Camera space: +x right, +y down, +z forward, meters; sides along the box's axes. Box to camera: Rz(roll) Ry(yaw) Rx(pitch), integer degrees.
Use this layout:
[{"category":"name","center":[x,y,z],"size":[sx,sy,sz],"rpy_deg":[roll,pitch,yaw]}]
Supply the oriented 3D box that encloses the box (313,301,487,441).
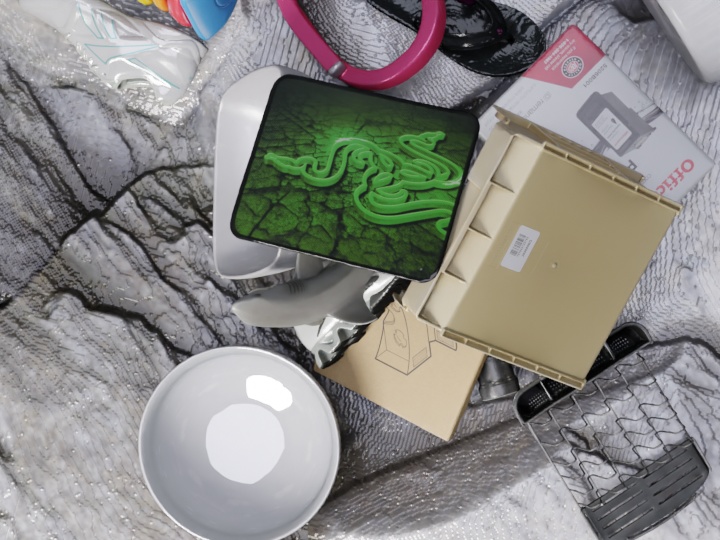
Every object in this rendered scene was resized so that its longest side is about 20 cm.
[{"category":"box","center":[0.055,0.043,1.608],"size":[0.163,0.021,0.200],"rpy_deg":[26,106,19]}]

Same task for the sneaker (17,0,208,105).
[{"category":"sneaker","center":[-0.259,-0.230,1.651],"size":[0.200,0.070,0.080],"rpy_deg":[22,93,3]}]

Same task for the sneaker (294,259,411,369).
[{"category":"sneaker","center":[0.000,0.000,1.576],"size":[0.200,0.074,0.089],"rpy_deg":[-45,77,21]}]

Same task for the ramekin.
[{"category":"ramekin","center":[0.323,-0.276,1.561],"size":[0.098,0.200,0.201],"rpy_deg":[-34,87,10]}]

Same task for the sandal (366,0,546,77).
[{"category":"sandal","center":[0.091,-0.254,1.642],"size":[0.200,0.048,0.075],"rpy_deg":[25,90,4]}]

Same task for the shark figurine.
[{"category":"shark figurine","center":[-0.002,0.002,1.494],"size":[0.214,0.128,0.090],"rpy_deg":[-43,52,-2]}]

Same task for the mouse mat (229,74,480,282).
[{"category":"mouse mat","center":[-0.006,-0.084,1.455],"size":[0.200,0.008,0.161],"rpy_deg":[14,79,14]}]

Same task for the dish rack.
[{"category":"dish rack","center":[0.253,0.166,1.605],"size":[0.153,0.055,0.200],"rpy_deg":[-32,96,-5]}]

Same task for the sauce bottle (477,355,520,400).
[{"category":"sauce bottle","center":[0.112,0.029,1.629],"size":[0.066,0.066,0.200],"rpy_deg":[-15,90,3]}]

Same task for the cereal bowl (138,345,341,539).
[{"category":"cereal bowl","center":[-0.117,0.172,1.628],"size":[0.200,0.083,0.200],"rpy_deg":[0,89,3]}]

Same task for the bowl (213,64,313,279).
[{"category":"bowl","center":[-0.079,-0.092,1.587],"size":[0.075,0.200,0.200],"rpy_deg":[2,86,-24]}]

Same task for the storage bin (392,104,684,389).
[{"category":"storage bin","center":[0.158,-0.020,1.492],"size":[0.198,0.094,0.200],"rpy_deg":[22,103,-28]}]

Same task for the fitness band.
[{"category":"fitness band","center":[-0.002,-0.273,1.630],"size":[0.144,0.037,0.200],"rpy_deg":[-41,68,9]}]

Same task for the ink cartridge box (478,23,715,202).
[{"category":"ink cartridge box","center":[0.230,-0.120,1.614],"size":[0.200,0.083,0.145],"rpy_deg":[45,92,2]}]

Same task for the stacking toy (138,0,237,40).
[{"category":"stacking toy","center":[-0.225,-0.313,1.643],"size":[0.200,0.110,0.116],"rpy_deg":[14,74,14]}]
